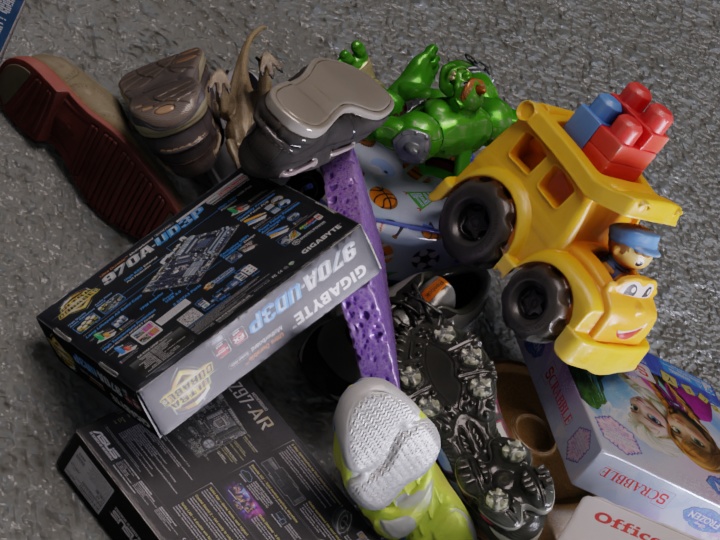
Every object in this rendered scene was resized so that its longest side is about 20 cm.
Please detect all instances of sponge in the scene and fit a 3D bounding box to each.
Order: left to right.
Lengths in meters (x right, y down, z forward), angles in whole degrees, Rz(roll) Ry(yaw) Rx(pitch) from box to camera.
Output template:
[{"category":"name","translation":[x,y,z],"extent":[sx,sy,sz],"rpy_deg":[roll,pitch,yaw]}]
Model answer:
[{"category":"sponge","translation":[0.000,0.000,1.460],"extent":[0.030,0.112,0.200],"rpy_deg":[-13,36,4]}]

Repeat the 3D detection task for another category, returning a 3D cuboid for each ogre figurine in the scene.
[{"category":"ogre figurine","translation":[0.055,-0.134,1.616],"extent":[0.120,0.098,0.200],"rpy_deg":[37,15,34]}]

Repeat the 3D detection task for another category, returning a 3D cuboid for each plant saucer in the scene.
[{"category":"plant saucer","translation":[0.131,0.139,1.553],"extent":[0.200,0.035,0.201],"rpy_deg":[20,43,-19]}]

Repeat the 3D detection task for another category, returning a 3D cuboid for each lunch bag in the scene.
[{"category":"lunch bag","translation":[0.013,-0.070,1.644],"extent":[0.199,0.076,0.161],"rpy_deg":[15,42,-25]}]

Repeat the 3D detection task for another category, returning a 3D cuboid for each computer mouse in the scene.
[{"category":"computer mouse","translation":[-0.099,-0.096,1.579],"extent":[0.044,0.110,0.200],"rpy_deg":[41,19,-49]}]

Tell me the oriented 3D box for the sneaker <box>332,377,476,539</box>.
[{"category":"sneaker","translation":[0.015,0.135,1.396],"extent":[0.076,0.200,0.105],"rpy_deg":[-30,39,-9]}]

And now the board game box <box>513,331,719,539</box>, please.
[{"category":"board game box","translation":[0.232,0.130,1.573],"extent":[0.200,0.041,0.200],"rpy_deg":[26,26,-27]}]

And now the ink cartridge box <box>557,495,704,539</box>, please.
[{"category":"ink cartridge box","translation":[0.186,0.271,1.397],"extent":[0.146,0.085,0.200],"rpy_deg":[22,37,16]}]

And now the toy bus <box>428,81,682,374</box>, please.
[{"category":"toy bus","translation":[0.184,-0.046,1.532],"extent":[0.136,0.192,0.200],"rpy_deg":[10,38,-52]}]

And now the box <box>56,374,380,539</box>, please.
[{"category":"box","translation":[-0.092,0.170,1.359],"extent":[0.200,0.044,0.160],"rpy_deg":[49,41,15]}]

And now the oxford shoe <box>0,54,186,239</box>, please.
[{"category":"oxford shoe","translation":[-0.196,-0.103,1.531],"extent":[0.200,0.070,0.075],"rpy_deg":[47,36,11]}]

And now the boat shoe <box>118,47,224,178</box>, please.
[{"category":"boat shoe","translation":[-0.147,-0.121,1.533],"extent":[0.200,0.074,0.074],"rpy_deg":[-98,170,-69]}]

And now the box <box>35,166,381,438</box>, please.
[{"category":"box","translation":[-0.108,0.016,1.364],"extent":[0.200,0.046,0.159],"rpy_deg":[-38,35,-19]}]

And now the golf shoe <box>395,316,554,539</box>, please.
[{"category":"golf shoe","translation":[0.077,0.127,1.460],"extent":[0.077,0.088,0.200],"rpy_deg":[-18,54,-11]}]

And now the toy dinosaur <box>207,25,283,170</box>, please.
[{"category":"toy dinosaur","translation":[-0.093,-0.127,1.514],"extent":[0.058,0.101,0.201],"rpy_deg":[-1,65,-7]}]

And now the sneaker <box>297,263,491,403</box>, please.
[{"category":"sneaker","translation":[0.028,0.042,1.540],"extent":[0.200,0.079,0.074],"rpy_deg":[-27,70,-42]}]

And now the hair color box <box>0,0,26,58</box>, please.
[{"category":"hair color box","translation":[-0.309,-0.149,1.469],"extent":[0.060,0.100,0.200],"rpy_deg":[25,41,-11]}]

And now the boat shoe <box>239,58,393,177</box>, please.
[{"category":"boat shoe","translation":[-0.036,-0.112,1.443],"extent":[0.067,0.057,0.200],"rpy_deg":[44,23,7]}]
